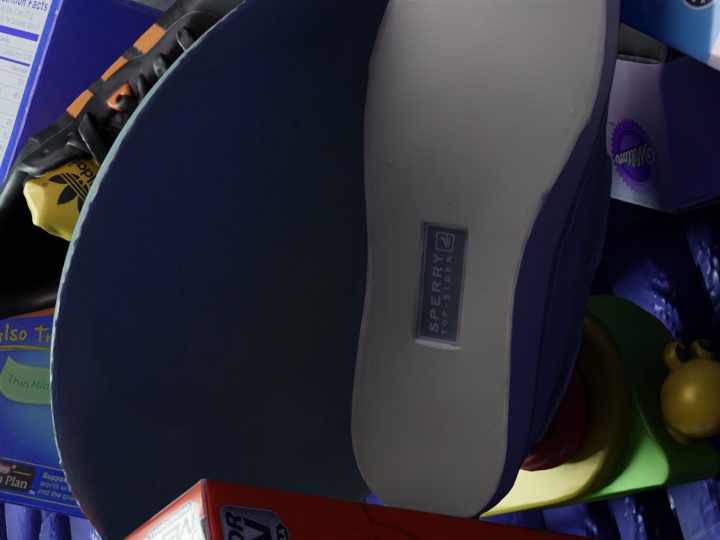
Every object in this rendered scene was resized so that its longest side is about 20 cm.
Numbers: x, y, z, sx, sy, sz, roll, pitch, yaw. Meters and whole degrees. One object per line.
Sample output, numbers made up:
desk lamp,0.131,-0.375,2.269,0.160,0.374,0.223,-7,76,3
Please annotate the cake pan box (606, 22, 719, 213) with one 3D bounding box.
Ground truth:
cake pan box,0.063,-0.124,0.818,0.200,0.052,0.185,22,126,57

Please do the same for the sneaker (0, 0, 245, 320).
sneaker,-0.068,-0.041,0.800,0.070,0.090,0.200,51,132,4

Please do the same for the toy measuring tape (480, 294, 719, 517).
toy measuring tape,0.050,0.050,0.809,0.200,0.073,0.074,-18,62,48

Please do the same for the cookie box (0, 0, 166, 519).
cookie box,-0.090,-0.002,0.956,0.075,0.171,0.200,20,92,55

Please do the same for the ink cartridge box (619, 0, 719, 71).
ink cartridge box,0.181,-0.081,0.647,0.200,0.068,0.115,33,108,35

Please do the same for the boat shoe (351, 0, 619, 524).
boat shoe,0.041,-0.024,0.714,0.070,0.072,0.201,15,109,18

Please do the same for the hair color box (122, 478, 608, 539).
hair color box,0.012,0.121,0.723,0.101,0.200,0.061,-38,51,41

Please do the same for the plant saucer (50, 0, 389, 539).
plant saucer,-0.028,-0.005,0.720,0.039,0.201,0.201,26,99,36

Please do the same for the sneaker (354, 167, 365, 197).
sneaker,0.000,0.000,0.861,0.070,0.082,0.200,58,147,26

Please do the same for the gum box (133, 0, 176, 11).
gum box,-0.090,-0.092,1.044,0.066,0.113,0.200,15,89,57
